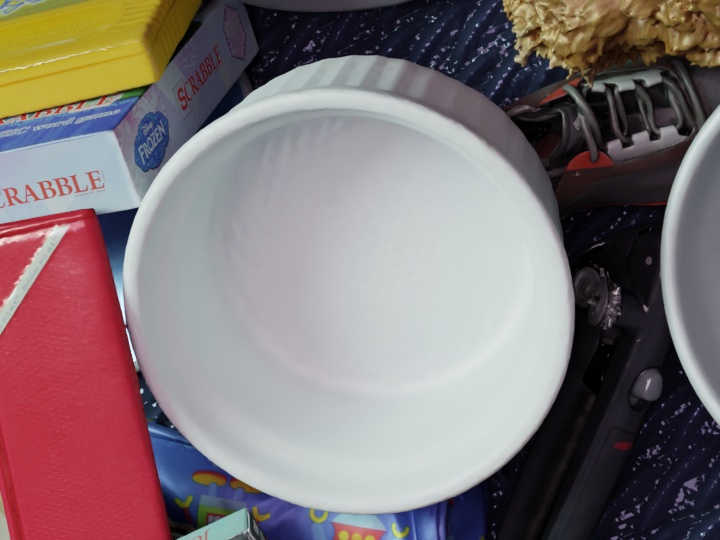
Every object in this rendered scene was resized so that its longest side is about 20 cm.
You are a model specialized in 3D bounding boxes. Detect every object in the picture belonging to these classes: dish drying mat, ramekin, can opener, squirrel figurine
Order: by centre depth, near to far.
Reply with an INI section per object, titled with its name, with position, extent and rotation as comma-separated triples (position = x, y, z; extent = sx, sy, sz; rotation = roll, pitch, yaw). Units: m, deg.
[dish drying mat]
position = -0.131, 0.075, 0.959
extent = 0.076, 0.018, 0.201
rotation = -9, 98, 13
[squirrel figurine]
position = 0.141, -0.175, 0.965
extent = 0.186, 0.142, 0.200
rotation = 29, 56, 24
[ramekin]
position = 0.000, 0.000, 0.975
extent = 0.199, 0.098, 0.201
rotation = 3, 112, 8
[can opener]
position = 0.113, 0.068, 1.013
extent = 0.063, 0.078, 0.201
rotation = 39, 112, 57

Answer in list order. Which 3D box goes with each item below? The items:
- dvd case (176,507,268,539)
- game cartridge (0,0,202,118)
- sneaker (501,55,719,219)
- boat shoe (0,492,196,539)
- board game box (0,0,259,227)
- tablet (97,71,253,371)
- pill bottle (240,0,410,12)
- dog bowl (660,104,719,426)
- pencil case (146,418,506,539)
[dvd case]
position = -0.064, 0.213, 0.977
extent = 0.146, 0.022, 0.200
rotation = -26, 117, 12
[game cartridge]
position = -0.159, -0.131, 1.059
extent = 0.176, 0.200, 0.033
rotation = -11, 118, 16
[sneaker]
position = 0.123, -0.063, 1.015
extent = 0.199, 0.082, 0.077
rotation = -23, 80, 15
[boat shoe]
position = -0.097, 0.151, 1.006
extent = 0.200, 0.074, 0.069
rotation = 32, 133, -1
[board game box]
position = -0.171, -0.072, 1.049
extent = 0.199, 0.200, 0.041
rotation = -10, 113, 18
[tablet]
position = -0.128, -0.012, 1.128
extent = 0.199, 0.014, 0.131
rotation = -23, 80, 14
[pill bottle]
position = -0.017, -0.235, 1.058
extent = 0.106, 0.106, 0.201
rotation = -3, 85, 17
[dog bowl]
position = 0.233, -0.002, 0.915
extent = 0.199, 0.079, 0.201
rotation = 6, 101, 33
[pencil case]
position = -0.033, 0.117, 1.056
extent = 0.199, 0.078, 0.087
rotation = 4, 112, 17
